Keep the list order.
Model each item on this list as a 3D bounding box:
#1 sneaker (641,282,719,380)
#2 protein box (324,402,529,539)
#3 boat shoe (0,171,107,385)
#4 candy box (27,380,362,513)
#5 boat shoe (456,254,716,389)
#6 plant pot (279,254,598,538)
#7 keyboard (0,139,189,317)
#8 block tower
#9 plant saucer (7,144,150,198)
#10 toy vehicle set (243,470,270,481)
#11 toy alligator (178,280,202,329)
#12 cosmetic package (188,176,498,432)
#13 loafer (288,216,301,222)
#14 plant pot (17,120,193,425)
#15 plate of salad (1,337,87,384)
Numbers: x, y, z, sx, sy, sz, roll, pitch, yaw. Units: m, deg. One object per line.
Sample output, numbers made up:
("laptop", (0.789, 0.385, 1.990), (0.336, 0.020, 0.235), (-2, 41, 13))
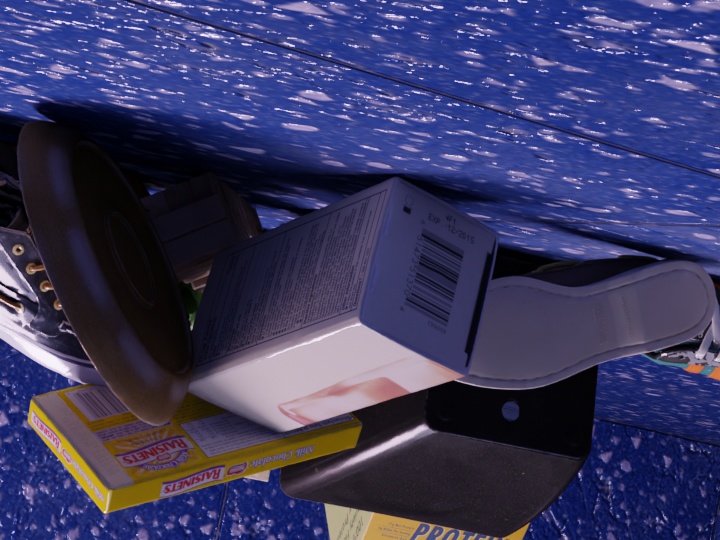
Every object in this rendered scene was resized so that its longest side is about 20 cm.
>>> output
("sneaker", (0.243, 0.044, 1.669), (0.199, 0.072, 0.080), (10, 180, 30))
("protein box", (0.063, 0.146, 2.077), (0.134, 0.199, 0.200), (12, -148, -16))
("boat shoe", (-0.204, 0.003, 1.583), (0.199, 0.071, 0.091), (22, 136, -5))
("candy box", (-0.107, 0.099, 1.607), (0.199, 0.027, 0.102), (-11, -138, -36))
("boat shoe", (0.125, 0.030, 1.568), (0.199, 0.072, 0.059), (-11, -171, -15))
("plant pot", (0.073, 0.073, 1.808), (0.199, 0.201, 0.177), (13, 163, -21))
("keyboard", (-0.181, -0.035, 1.630), (0.200, 0.040, 0.104), (43, 166, -18))
("block tower", (-0.102, -0.022, 1.698), (0.057, 0.054, 0.200), (-20, 172, 2))
("plant saucer", (-0.236, -0.061, 1.770), (0.199, 0.038, 0.200), (12, 175, 1))
("toy vehicle set", (-0.066, 0.058, 1.833), (0.026, 0.125, 0.200), (9, -161, -1))
("toy alligator", (-0.138, 0.029, 1.750), (0.054, 0.060, 0.200), (-23, -157, 3))
("cosmetic package", (-0.015, 0.026, 1.520), (0.087, 0.104, 0.200), (28, 153, -28))
("loafer", (0.000, 0.000, 1.730), (0.070, 0.070, 0.200), (14, 175, -32))
("plant pot", (-0.148, -0.003, 1.495), (0.027, 0.201, 0.200), (-23, 168, 10))
("plate of salad", (-0.221, 0.007, 1.701), (0.200, 0.048, 0.200), (38, -165, -12))
